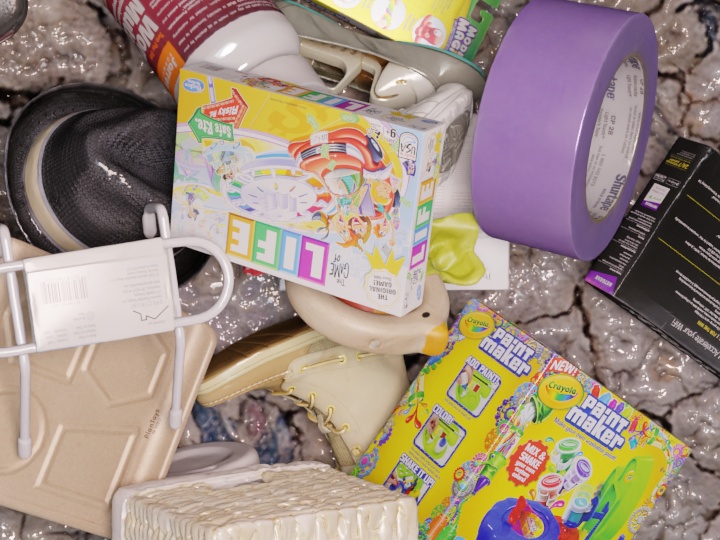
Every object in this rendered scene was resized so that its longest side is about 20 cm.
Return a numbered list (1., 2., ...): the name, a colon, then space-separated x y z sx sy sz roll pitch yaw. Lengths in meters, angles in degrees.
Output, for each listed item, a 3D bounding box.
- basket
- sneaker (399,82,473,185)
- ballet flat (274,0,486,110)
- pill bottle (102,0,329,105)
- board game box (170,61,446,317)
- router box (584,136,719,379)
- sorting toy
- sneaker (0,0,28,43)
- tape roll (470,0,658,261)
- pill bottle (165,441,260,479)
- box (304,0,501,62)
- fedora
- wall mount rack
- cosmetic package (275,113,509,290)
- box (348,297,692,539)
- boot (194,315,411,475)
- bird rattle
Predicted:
1. basket: -0.068 0.256 1.034 0.198 0.161 0.201 -2 90 -35
2. sneaker: 0.012 -0.096 1.065 0.099 0.078 0.200 28 50 23
3. ballet flat: 0.004 -0.163 1.136 0.199 0.067 0.064 20 62 4
4. pill bottle: -0.116 -0.185 1.074 0.109 0.110 0.200 -36 71 -2
5. board game box: -0.042 -0.060 0.974 0.200 0.034 0.135 17 114 25
6. router box: 0.311 0.001 1.186 0.200 0.051 0.149 34 91 -27
7. sorting toy: -0.226 0.093 1.042 0.200 0.036 0.186 26 79 -31
8. sneaker: -0.366 -0.204 1.075 0.199 0.116 0.076 -5 97 -6
9. tape roll: 0.167 -0.114 1.103 0.085 0.200 0.201 15 95 24
10. pill bottle: -0.125 0.255 1.158 0.111 0.111 0.201 -10 98 -6
11. box: 0.023 -0.257 1.153 0.200 0.048 0.118 27 92 -7
12. fedora: -0.174 -0.074 1.078 0.200 0.091 0.201 18 62 -39
13. wall mount rack: -0.191 0.045 0.990 0.199 0.075 0.174 -9 95 -22
14. cosmetic package: 0.028 -0.059 1.172 0.199 0.052 0.151 0 95 -7
15. box: 0.131 0.163 1.139 0.200 0.122 0.193 33 92 -36
16. boot: -0.037 0.117 1.157 0.200 0.073 0.156 -22 102 -30
17. bird rattle: 0.000 0.000 1.066 0.199 0.163 0.113 17 120 -17
